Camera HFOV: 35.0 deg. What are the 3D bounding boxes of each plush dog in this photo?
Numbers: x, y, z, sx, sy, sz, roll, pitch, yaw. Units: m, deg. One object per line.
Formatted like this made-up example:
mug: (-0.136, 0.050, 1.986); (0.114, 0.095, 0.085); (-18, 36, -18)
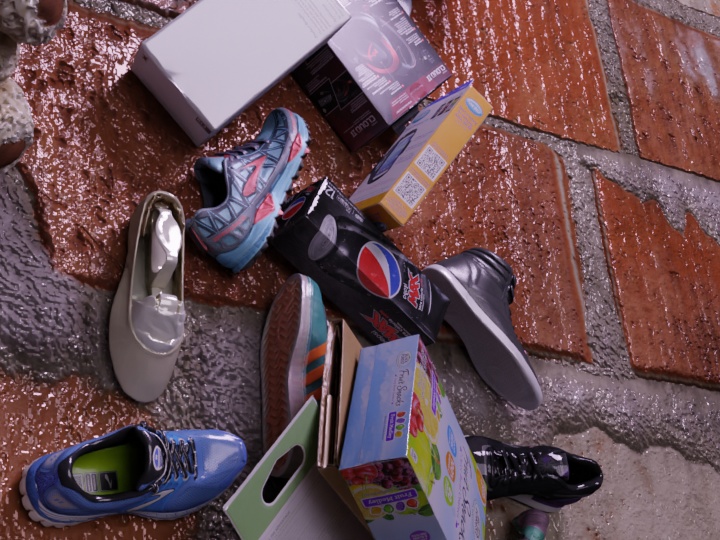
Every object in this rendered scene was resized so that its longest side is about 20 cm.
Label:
plush dog: (-0.365, -0.189, 0.951); (0.160, 0.200, 0.172); (39, 28, 28)

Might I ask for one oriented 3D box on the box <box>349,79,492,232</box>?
box: (0.062, -0.121, 1.232); (0.041, 0.119, 0.200); (45, 68, -14)

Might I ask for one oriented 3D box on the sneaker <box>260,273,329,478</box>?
sneaker: (-0.048, 0.105, 1.110); (0.080, 0.071, 0.200); (14, 69, -34)

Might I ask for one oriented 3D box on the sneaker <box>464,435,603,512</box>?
sneaker: (0.173, 0.207, 1.218); (0.200, 0.088, 0.076); (13, 61, -33)

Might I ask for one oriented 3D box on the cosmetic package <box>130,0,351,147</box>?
cosmetic package: (-0.121, -0.232, 1.162); (0.200, 0.081, 0.113); (-41, 97, -19)

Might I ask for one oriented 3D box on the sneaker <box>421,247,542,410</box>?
sneaker: (0.160, 0.057, 1.293); (0.099, 0.071, 0.200); (-36, 89, -38)

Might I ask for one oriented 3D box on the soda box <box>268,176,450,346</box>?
soda box: (0.000, 0.000, 1.181); (0.200, 0.071, 0.063); (44, 46, -22)

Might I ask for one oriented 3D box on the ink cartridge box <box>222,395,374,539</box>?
ink cartridge box: (-0.053, 0.232, 1.009); (0.146, 0.048, 0.200); (-50, 123, -41)

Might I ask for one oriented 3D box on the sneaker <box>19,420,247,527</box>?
sneaker: (-0.175, 0.169, 0.958); (0.200, 0.089, 0.079); (-5, 73, -40)

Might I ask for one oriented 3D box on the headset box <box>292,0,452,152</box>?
headset box: (0.003, -0.243, 1.314); (0.200, 0.075, 0.149); (52, 47, -6)

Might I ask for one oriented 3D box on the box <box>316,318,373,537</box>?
box: (0.013, 0.168, 1.071); (0.164, 0.021, 0.200); (-88, 155, -43)

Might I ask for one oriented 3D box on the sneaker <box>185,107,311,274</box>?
sneaker: (-0.116, -0.099, 1.147); (0.095, 0.079, 0.200); (32, 52, -20)

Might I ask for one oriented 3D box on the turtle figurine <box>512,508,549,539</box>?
turtle figurine: (0.167, 0.337, 1.149); (0.150, 0.101, 0.200); (51, 42, -6)

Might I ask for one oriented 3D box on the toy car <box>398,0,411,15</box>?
toy car: (0.071, -0.404, 1.411); (0.164, 0.158, 0.200); (51, 58, -21)

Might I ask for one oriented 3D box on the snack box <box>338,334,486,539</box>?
snack box: (0.054, 0.188, 1.031); (0.169, 0.068, 0.200); (-79, 151, -55)

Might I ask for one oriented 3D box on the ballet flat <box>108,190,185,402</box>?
ballet flat: (-0.187, 0.017, 1.040); (0.069, 0.069, 0.200); (15, 61, -33)
